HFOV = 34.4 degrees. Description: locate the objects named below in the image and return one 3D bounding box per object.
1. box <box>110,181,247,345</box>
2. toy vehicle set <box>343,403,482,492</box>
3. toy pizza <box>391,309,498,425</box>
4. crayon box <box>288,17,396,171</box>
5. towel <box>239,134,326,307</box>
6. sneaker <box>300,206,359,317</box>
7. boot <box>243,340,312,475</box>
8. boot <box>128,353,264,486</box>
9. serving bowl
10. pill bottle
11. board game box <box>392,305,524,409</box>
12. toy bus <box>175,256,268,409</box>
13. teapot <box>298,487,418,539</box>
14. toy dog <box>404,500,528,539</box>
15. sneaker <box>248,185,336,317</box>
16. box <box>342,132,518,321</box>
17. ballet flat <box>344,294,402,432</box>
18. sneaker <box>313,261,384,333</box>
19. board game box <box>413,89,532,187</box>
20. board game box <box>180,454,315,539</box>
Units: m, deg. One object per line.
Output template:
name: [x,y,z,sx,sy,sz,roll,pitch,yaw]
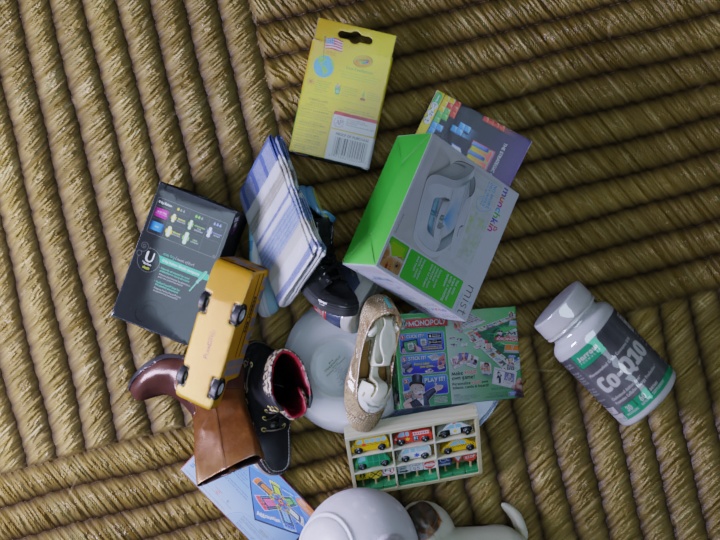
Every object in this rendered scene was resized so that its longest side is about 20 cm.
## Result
box: [-0.257,-0.010,1.679,0.122,0.149,0.203,20,90,1]
toy vehicle set: [0.079,0.266,1.713,0.196,0.027,0.126,-10,127,0]
toy pizza: [0.117,0.153,1.744,0.196,0.032,0.204,0,92,-1]
crayon box: [-0.025,-0.260,1.728,0.125,0.051,0.204,13,91,-1]
towel: [-0.111,-0.068,1.611,0.023,0.147,0.202,-5,59,-33]
sneaker: [-0.063,-0.027,1.615,0.199,0.059,0.106,39,124,39]
boot: [-0.120,0.201,1.678,0.072,0.150,0.204,-6,89,-24]
boot: [-0.239,0.216,1.677,0.185,0.069,0.203,-18,63,5]
serving bowl: [-0.026,0.141,1.704,0.196,0.066,0.204,0,90,12]
pill bottle: [0.356,0.119,1.705,0.200,0.113,0.113,44,90,-1]
board game box: [0.139,0.126,1.690,0.197,0.029,0.137,-3,84,-19]
toy bus: [-0.193,0.086,1.618,0.064,0.078,0.203,20,99,17]
teapot: [-0.024,0.403,1.650,0.197,0.145,0.202,46,116,39]
toy dog: [0.141,0.411,1.697,0.197,0.140,0.196,24,77,-1]
sneaker: [-0.098,-0.033,1.717,0.128,0.080,0.204,-1,91,1]
box: [0.098,-0.058,1.610,0.175,0.096,0.202,31,77,-28]
ballet flat: [0.019,0.137,1.626,0.069,0.065,0.204,0,102,-22]
sneaker: [0.000,0.000,1.693,0.083,0.076,0.201,21,49,21]
board game box: [0.138,-0.139,1.729,0.163,0.057,0.202,26,90,0]
board game box: [-0.166,0.332,1.748,0.103,0.019,0.200,-44,91,2]
